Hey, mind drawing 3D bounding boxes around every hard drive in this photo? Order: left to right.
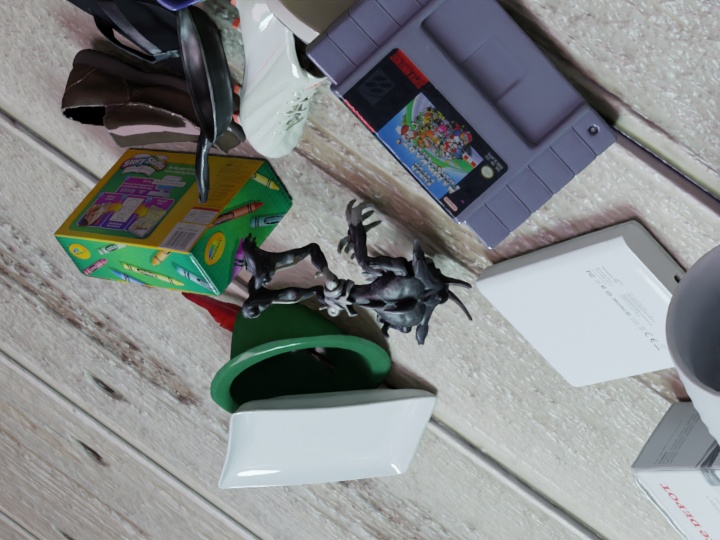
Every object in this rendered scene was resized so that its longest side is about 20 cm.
[{"bbox_3d":[0.195,0.031,1.572,0.132,0.027,0.200,45,151,-15],"label":"hard drive"}]

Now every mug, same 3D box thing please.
[{"bbox_3d":[0.332,0.072,1.372,0.199,0.148,0.176,-13,140,19],"label":"mug"}]

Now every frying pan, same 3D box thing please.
[{"bbox_3d":[-0.120,-0.125,1.578,0.115,0.031,0.191,-127,25,-62],"label":"frying pan"}]

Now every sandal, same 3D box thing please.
[{"bbox_3d":[-0.202,-0.212,1.650,0.200,0.043,0.076,31,152,13],"label":"sandal"}]

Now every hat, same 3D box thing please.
[{"bbox_3d":[-0.082,0.035,1.908,0.199,0.177,0.166,-10,150,0],"label":"hat"}]

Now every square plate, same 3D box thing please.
[{"bbox_3d":[-0.037,0.163,1.938,0.199,0.029,0.198,-3,154,-11],"label":"square plate"}]

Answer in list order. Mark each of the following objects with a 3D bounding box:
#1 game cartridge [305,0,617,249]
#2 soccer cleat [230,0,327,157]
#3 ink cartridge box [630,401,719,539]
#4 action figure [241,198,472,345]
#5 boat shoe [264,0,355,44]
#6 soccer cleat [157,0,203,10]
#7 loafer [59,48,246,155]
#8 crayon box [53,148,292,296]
[{"bbox_3d":[0.071,-0.123,1.386,0.200,0.130,0.038,45,-174,-16],"label":"game cartridge"},{"bbox_3d":[-0.057,-0.153,1.549,0.077,0.069,0.200,24,147,18],"label":"soccer cleat"},{"bbox_3d":[0.337,0.177,1.564,0.146,0.085,0.200,49,149,-21],"label":"ink cartridge box"},{"bbox_3d":[0.000,0.000,1.683,0.199,0.102,0.119,3,135,8],"label":"action figure"},{"bbox_3d":[0.006,-0.147,1.455,0.200,0.075,0.093,32,141,2],"label":"boat shoe"},{"bbox_3d":[-0.101,-0.250,1.429,0.065,0.084,0.200,40,152,-4],"label":"soccer cleat"},{"bbox_3d":[-0.183,-0.131,1.707,0.199,0.071,0.073,20,165,37],"label":"loafer"},{"bbox_3d":[-0.173,-0.046,1.786,0.199,0.119,0.058,8,140,44],"label":"crayon box"}]
